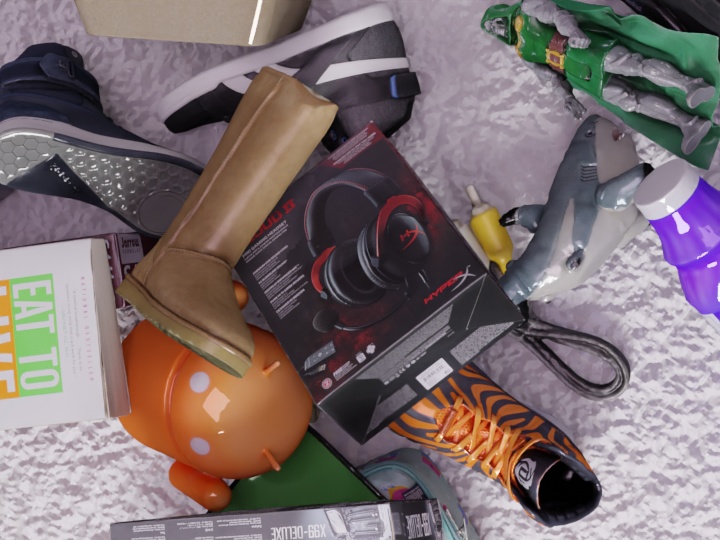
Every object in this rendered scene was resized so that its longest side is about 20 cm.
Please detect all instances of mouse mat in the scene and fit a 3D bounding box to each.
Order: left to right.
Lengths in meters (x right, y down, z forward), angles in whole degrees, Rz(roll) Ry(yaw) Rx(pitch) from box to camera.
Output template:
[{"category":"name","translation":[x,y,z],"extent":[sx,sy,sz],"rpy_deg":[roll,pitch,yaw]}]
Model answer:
[{"category":"mouse mat","translation":[-0.057,0.233,1.233],"extent":[0.161,0.008,0.200],"rpy_deg":[43,96,15]}]

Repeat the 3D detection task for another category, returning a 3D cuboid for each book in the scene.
[{"category":"book","translation":[-0.278,0.053,1.217],"extent":[0.200,0.048,0.134],"rpy_deg":[-8,88,15]}]

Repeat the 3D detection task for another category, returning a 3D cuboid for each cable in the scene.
[{"category":"cable","translation":[0.113,0.035,1.251],"extent":[0.097,0.050,0.200],"rpy_deg":[-42,84,12]}]

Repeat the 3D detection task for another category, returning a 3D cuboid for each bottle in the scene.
[{"category":"bottle","translation":[0.275,0.004,1.179],"extent":[0.084,0.065,0.200],"rpy_deg":[-42,110,7]}]

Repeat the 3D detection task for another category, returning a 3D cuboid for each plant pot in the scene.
[{"category":"plant pot","translation":[-0.120,-0.262,1.214],"extent":[0.200,0.200,0.177],"rpy_deg":[6,104,10]}]

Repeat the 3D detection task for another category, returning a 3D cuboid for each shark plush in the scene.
[{"category":"shark plush","translation":[0.142,-0.023,1.225],"extent":[0.083,0.091,0.200],"rpy_deg":[39,91,21]}]

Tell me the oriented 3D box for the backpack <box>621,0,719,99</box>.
[{"category":"backpack","translation":[0.289,-0.217,1.150],"extent":[0.168,0.163,0.200],"rpy_deg":[-39,84,-10]}]

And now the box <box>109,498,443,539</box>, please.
[{"category":"box","translation":[-0.053,0.191,1.152],"extent":[0.200,0.158,0.050],"rpy_deg":[-6,82,13]}]

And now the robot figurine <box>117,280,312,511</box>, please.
[{"category":"robot figurine","translation":[-0.112,0.089,1.228],"extent":[0.117,0.200,0.144],"rpy_deg":[47,71,-29]}]

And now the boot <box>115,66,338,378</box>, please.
[{"category":"boot","translation":[-0.080,-0.040,1.147],"extent":[0.066,0.175,0.200],"rpy_deg":[37,86,-38]}]

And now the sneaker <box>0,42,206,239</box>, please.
[{"category":"sneaker","translation":[-0.194,-0.104,1.281],"extent":[0.202,0.146,0.077],"rpy_deg":[20,118,-26]}]

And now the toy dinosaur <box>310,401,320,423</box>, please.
[{"category":"toy dinosaur","translation":[0.016,0.059,1.250],"extent":[0.088,0.047,0.200],"rpy_deg":[42,111,16]}]

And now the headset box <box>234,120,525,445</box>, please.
[{"category":"headset box","translation":[0.000,0.000,1.182],"extent":[0.149,0.075,0.200],"rpy_deg":[-37,50,5]}]

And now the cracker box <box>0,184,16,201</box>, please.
[{"category":"cracker box","translation":[-0.357,-0.048,1.289],"extent":[0.200,0.134,0.058],"rpy_deg":[-35,86,10]}]

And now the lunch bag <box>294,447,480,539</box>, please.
[{"category":"lunch bag","translation":[0.002,0.241,1.269],"extent":[0.200,0.077,0.160],"rpy_deg":[-30,87,12]}]

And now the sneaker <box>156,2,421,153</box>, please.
[{"category":"sneaker","translation":[-0.051,-0.118,1.261],"extent":[0.200,0.073,0.112],"rpy_deg":[-22,90,10]}]

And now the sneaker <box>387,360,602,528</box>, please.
[{"category":"sneaker","translation":[0.097,0.119,1.192],"extent":[0.200,0.112,0.078],"rpy_deg":[24,98,-20]}]

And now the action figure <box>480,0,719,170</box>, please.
[{"category":"action figure","translation":[0.169,-0.152,1.202],"extent":[0.200,0.055,0.118],"rpy_deg":[31,141,34]}]

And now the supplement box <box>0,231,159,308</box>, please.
[{"category":"supplement box","translation":[-0.264,0.010,1.289],"extent":[0.200,0.109,0.061],"rpy_deg":[-9,91,12]}]
